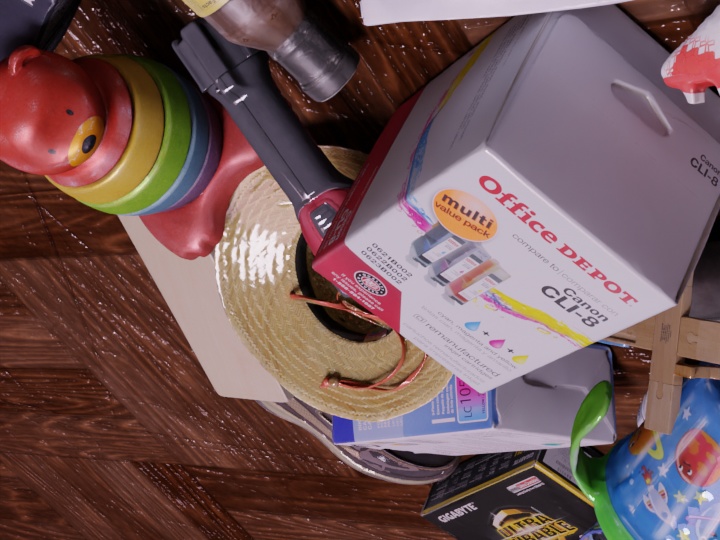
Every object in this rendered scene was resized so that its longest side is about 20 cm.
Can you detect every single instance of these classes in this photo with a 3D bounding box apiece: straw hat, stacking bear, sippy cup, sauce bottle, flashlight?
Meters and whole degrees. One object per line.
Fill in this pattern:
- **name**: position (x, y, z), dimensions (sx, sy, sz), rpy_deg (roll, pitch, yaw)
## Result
- **straw hat**: position (0.000, 0.000, 1.115), dimensions (0.200, 0.085, 0.202), rpy_deg (8, 110, 22)
- **stacking bear**: position (-0.164, -0.090, 1.013), dimensions (0.114, 0.122, 0.200), rpy_deg (38, -168, 27)
- **sippy cup**: position (0.235, 0.122, 1.001), dimensions (0.177, 0.140, 0.131), rpy_deg (-5, 138, -31)
- **sauce bottle**: position (-0.082, -0.182, 0.944), dimensions (0.200, 0.065, 0.065), rpy_deg (42, 146, -25)
- **flashlight**: position (-0.042, -0.080, 1.017), dimensions (0.200, 0.068, 0.068), rpy_deg (55, 153, -3)

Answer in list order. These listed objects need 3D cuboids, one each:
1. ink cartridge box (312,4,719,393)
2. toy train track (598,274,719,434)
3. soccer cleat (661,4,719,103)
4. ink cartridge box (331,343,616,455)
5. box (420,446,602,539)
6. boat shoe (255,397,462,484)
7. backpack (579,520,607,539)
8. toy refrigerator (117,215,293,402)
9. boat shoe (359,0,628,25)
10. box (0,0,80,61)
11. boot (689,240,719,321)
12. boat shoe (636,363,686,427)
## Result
- **ink cartridge box**: position (0.098, -0.045, 0.927), dimensions (0.145, 0.145, 0.200), rpy_deg (37, 147, -13)
- **toy train track**: position (0.172, 0.034, 0.955), dimensions (0.032, 0.115, 0.200), rpy_deg (4, -177, -27)
- **soccer cleat**: position (0.218, -0.141, 0.765), dimensions (0.200, 0.068, 0.086), rpy_deg (-24, 80, 60)
- **ink cartridge box**: position (0.071, 0.096, 1.174), dimensions (0.136, 0.077, 0.200), rpy_deg (11, 163, -41)
- **box**: position (0.167, 0.214, 1.353), dimensions (0.159, 0.049, 0.200), rpy_deg (33, 149, -13)
- **boat shoe**: position (-0.005, 0.115, 1.314), dimensions (0.199, 0.075, 0.073), rpy_deg (25, 149, 3)
- **backpack**: position (0.269, 0.218, 1.189), dimensions (0.199, 0.135, 0.183), rpy_deg (19, 151, 13)
- **toy refrigerator**: position (-0.105, 0.005, 1.214), dimensions (0.076, 0.070, 0.200), rpy_deg (2, 130, 36)
- **boat shoe**: position (0.093, -0.171, 0.822), dimensions (0.199, 0.072, 0.068), rpy_deg (-2, 102, 21)
- **box**: position (-0.274, -0.216, 1.003), dimensions (0.200, 0.104, 0.182), rpy_deg (33, 150, -10)
- **boot**: position (0.225, -0.007, 0.954), dimensions (0.200, 0.073, 0.182), rpy_deg (4, 150, 46)
- **boat shoe**: position (0.297, 0.119, 1.096), dimensions (0.202, 0.075, 0.086), rpy_deg (29, 145, 16)
